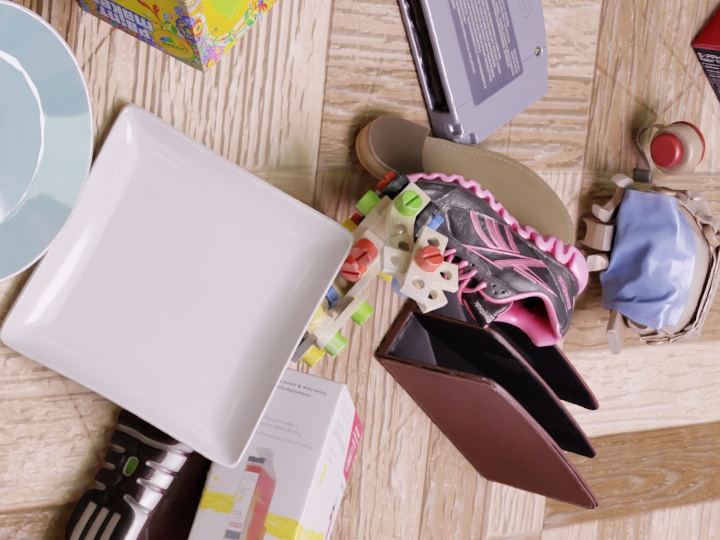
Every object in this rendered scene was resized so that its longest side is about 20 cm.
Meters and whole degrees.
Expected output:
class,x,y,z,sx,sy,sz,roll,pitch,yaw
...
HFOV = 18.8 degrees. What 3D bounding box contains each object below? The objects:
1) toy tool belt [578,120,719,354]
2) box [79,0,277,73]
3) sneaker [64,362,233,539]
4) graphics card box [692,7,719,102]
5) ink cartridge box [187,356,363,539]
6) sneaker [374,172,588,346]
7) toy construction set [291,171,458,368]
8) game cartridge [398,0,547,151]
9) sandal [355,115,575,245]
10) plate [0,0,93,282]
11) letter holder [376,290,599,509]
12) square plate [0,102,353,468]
class,x,y,z,sx,sy,sz,roll,pitch,yaw
toy tool belt,0.260,-0.030,1.951,0.123,0.125,0.201,-12,108,-51
box,-0.105,-0.283,1.483,0.200,0.122,0.193,-49,151,-24
sneaker,-0.138,0.152,1.644,0.200,0.076,0.116,-57,143,-11
graphics card box,0.403,-0.189,2.104,0.126,0.051,0.200,-53,130,-22
ink cartridge box,-0.069,0.186,1.639,0.145,0.083,0.201,74,32,-71
sneaker,0.094,-0.004,1.735,0.200,0.079,0.096,27,51,-17
toy construction set,0.000,0.000,1.659,0.092,0.200,0.131,52,49,-10
game cartridge,0.094,-0.215,1.801,0.133,0.041,0.201,-39,125,-37
sandal,0.076,-0.062,1.806,0.211,0.070,0.078,25,58,-25
plate,-0.268,-0.087,1.478,0.200,0.026,0.201,-13,108,-43
letter holder,0.135,0.101,1.840,0.101,0.142,0.200,-57,132,-18
square plate,-0.133,0.012,1.580,0.198,0.028,0.200,30,76,-12
